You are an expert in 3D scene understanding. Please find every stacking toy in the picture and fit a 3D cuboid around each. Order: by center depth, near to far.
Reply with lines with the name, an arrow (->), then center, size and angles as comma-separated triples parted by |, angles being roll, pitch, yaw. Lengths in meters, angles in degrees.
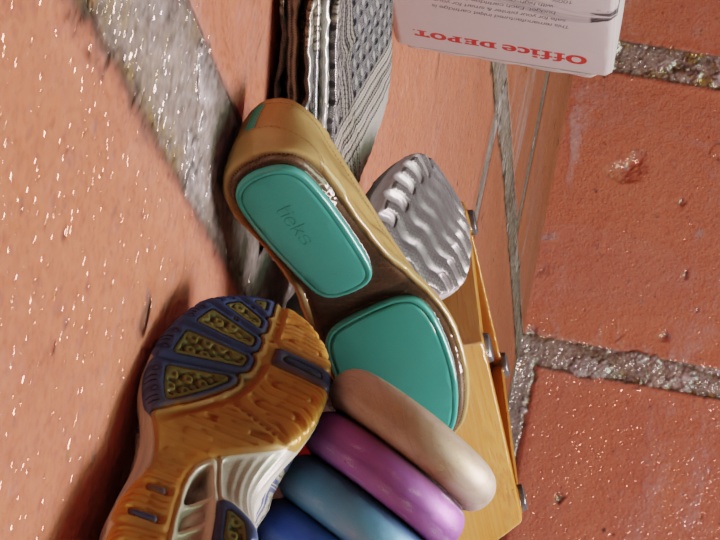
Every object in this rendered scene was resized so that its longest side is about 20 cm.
stacking toy -> -0.032, 0.142, 0.819 | 0.200, 0.085, 0.085 | -52, 166, -8

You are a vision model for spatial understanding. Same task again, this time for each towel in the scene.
towel -> -0.006, -0.125, 1.002 | 0.200, 0.034, 0.194 | -65, 163, -57

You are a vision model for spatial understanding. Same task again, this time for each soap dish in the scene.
soap dish -> 0.045, 0.058, 1.166 | 0.200, 0.081, 0.158 | -91, 168, -60

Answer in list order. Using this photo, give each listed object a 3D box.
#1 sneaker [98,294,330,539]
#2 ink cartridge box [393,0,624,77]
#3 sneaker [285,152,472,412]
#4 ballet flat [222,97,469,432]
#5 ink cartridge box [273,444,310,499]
sneaker -> -0.070, 0.092, 0.787 | 0.200, 0.075, 0.088 | -67, -178, -50
ink cartridge box -> 0.090, -0.205, 1.164 | 0.200, 0.143, 0.084 | 78, 24, -68
sneaker -> -0.006, 0.008, 1.030 | 0.075, 0.082, 0.200 | 56, 41, -21
ballet flat -> 0.000, 0.000, 0.913 | 0.063, 0.068, 0.201 | -90, 157, -50
ink cartridge box -> 0.006, 0.146, 0.918 | 0.116, 0.067, 0.201 | 52, 15, -58
